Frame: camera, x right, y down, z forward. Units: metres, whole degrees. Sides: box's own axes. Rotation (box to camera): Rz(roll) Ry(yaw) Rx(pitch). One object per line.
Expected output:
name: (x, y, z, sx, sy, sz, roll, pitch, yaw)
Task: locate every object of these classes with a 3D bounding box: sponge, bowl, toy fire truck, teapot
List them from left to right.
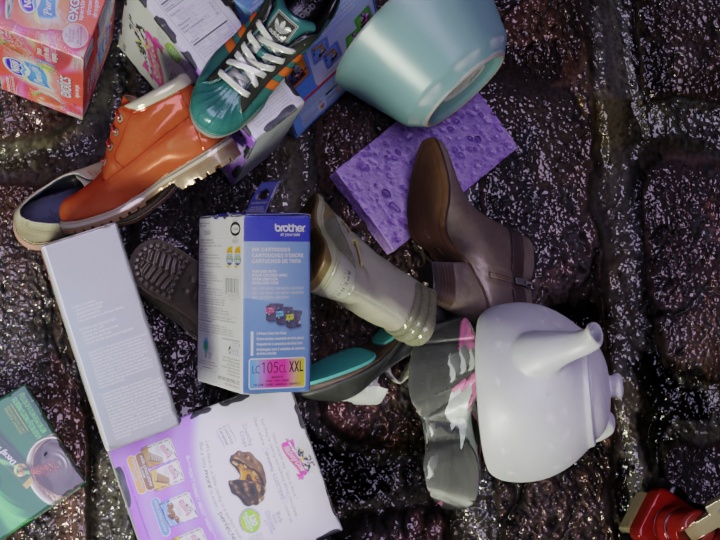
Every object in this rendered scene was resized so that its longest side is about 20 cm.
sponge: (0.073, -0.124, 1.419, 0.199, 0.030, 0.112, -39, 92, -17)
bowl: (0.079, -0.230, 1.344, 0.200, 0.201, 0.105, -37, 82, -16)
teapot: (0.200, 0.126, 1.301, 0.144, 0.200, 0.200, -4, 104, 11)
toy fire truck: (0.395, 0.288, 1.332, 0.175, 0.200, 0.130, 34, 75, -5)

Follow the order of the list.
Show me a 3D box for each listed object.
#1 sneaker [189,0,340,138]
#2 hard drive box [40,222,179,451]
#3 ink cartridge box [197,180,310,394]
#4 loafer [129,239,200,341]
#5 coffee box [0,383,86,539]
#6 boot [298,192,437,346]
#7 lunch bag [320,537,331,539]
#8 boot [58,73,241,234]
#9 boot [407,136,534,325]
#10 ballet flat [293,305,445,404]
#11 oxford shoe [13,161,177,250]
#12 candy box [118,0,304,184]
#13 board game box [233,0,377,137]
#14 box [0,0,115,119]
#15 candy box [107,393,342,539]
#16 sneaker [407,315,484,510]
sneaker: (-0.089, -0.213, 1.180, 0.071, 0.080, 0.201, 39, 73, -4)
hard drive box: (-0.248, 0.063, 1.235, 0.076, 0.156, 0.203, -18, 92, -14)
ink cartridge box: (-0.106, 0.014, 1.233, 0.075, 0.136, 0.203, -2, 92, -26)
loafer: (-0.162, 0.035, 1.321, 0.199, 0.068, 0.076, 40, 75, -20)
coffee box: (-0.387, 0.219, 1.247, 0.199, 0.044, 0.124, -32, 89, -16)
boot: (0.000, 0.000, 1.318, 0.153, 0.200, 0.073, 29, 105, -19)
lunch bag: (-0.088, 0.384, 1.247, 0.198, 0.118, 0.166, -21, 95, -8)
boot: (-0.226, -0.113, 1.233, 0.198, 0.075, 0.108, -28, 102, 10)
boot: (0.128, -0.038, 1.388, 0.145, 0.070, 0.203, 6, 81, -34)
ballet flat: (0.019, 0.102, 1.346, 0.199, 0.068, 0.069, -31, 109, -21)
oxford shoe: (-0.267, -0.081, 1.310, 0.198, 0.074, 0.071, -30, 85, -17)
candy box: (-0.159, -0.207, 1.300, 0.071, 0.168, 0.201, -39, 90, -18)
board game box: (-0.048, -0.258, 1.333, 0.036, 0.201, 0.151, 36, 71, 28)
box: (-0.306, -0.240, 1.264, 0.094, 0.200, 0.104, 20, 77, -9)
candy box: (-0.141, 0.224, 1.288, 0.198, 0.072, 0.170, -19, 85, -15)
sneaker: (0.096, 0.150, 1.350, 0.079, 0.086, 0.203, 1, 89, 13)
